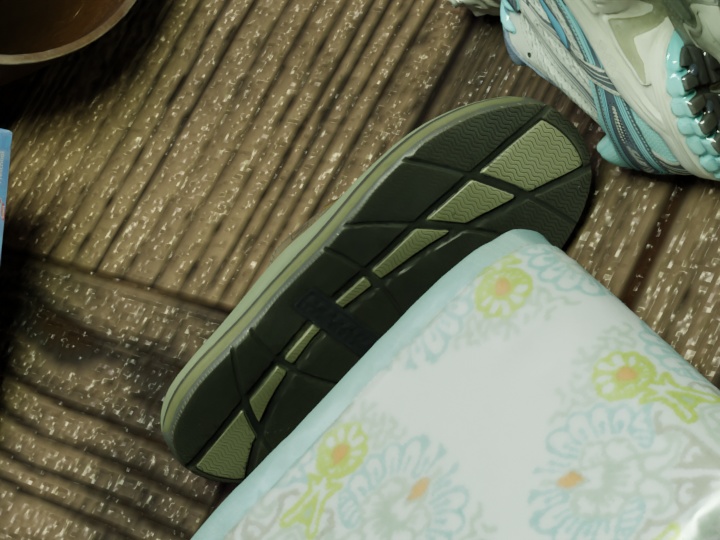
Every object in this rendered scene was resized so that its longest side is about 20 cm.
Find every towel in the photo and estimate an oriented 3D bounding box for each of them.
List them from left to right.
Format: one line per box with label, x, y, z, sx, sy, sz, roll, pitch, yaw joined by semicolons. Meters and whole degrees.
towel;0.039;0.098;0.866;0.200;0.048;0.171;-46;46;1

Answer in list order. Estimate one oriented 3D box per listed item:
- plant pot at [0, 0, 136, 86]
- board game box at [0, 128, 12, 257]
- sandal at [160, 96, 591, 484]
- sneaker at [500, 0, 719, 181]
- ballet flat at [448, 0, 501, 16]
plant pot;-0.222;-0.151;1.162;0.200;0.186;0.188;-29;40;53
board game box;-0.236;-0.001;1.112;0.199;0.036;0.152;12;99;42
sandal;-0.001;0.000;0.949;0.201;0.080;0.057;-39;30;10
sneaker;0.074;-0.108;0.882;0.086;0.200;0.078;-7;35;48
ballet flat;0.086;-0.142;0.944;0.200;0.071;0.072;-38;37;47
